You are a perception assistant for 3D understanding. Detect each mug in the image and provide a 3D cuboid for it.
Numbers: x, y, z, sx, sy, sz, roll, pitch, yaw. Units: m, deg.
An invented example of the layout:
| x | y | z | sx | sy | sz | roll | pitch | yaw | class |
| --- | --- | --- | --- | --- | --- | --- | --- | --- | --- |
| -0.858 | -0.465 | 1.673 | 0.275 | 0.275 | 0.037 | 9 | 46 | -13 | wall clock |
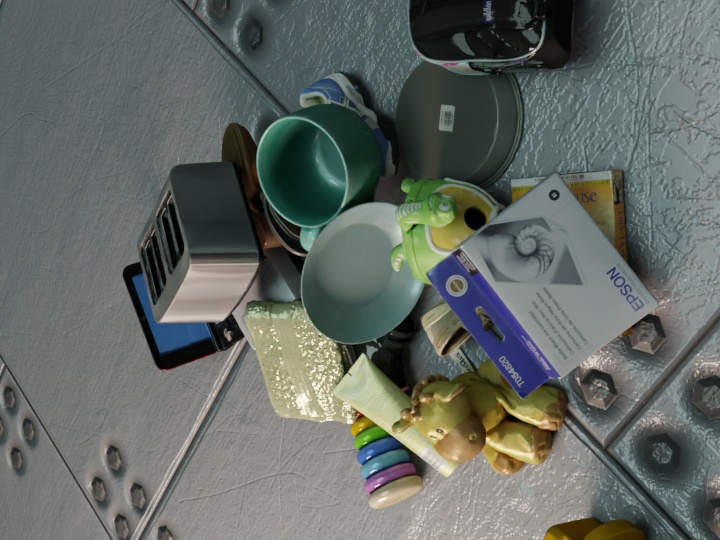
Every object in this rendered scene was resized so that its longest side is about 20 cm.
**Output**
| x | y | z | sx | sy | sz | roll | pitch | yaw | class |
| --- | --- | --- | --- | --- | --- | --- | --- | --- | --- |
| -0.054 | -0.136 | 1.330 | 0.152 | 0.114 | 0.185 | 43 | 129 | 11 | mug |

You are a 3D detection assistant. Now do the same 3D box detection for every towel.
| x | y | z | sx | sy | sz | roll | pitch | yaw | class |
| --- | --- | --- | --- | --- | --- | --- | --- | --- | --- |
| -0.083 | 0.132 | 1.406 | 0.148 | 0.036 | 0.201 | -3 | 114 | 25 | towel |

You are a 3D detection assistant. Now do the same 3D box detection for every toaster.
| x | y | z | sx | sy | sz | roll | pitch | yaw | class |
| --- | --- | --- | --- | --- | --- | --- | --- | --- | --- |
| -0.225 | -0.028 | 1.378 | 0.181 | 0.118 | 0.201 | -51 | 50 | 48 | toaster |

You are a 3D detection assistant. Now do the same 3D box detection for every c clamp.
| x | y | z | sx | sy | sz | roll | pitch | yaw | class |
| --- | --- | --- | --- | --- | --- | --- | --- | --- | --- |
| -0.069 | -0.119 | 1.409 | 0.171 | 0.200 | 0.027 | 46 | 151 | -4 | c clamp |

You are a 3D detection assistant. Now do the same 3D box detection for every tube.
| x | y | z | sx | sy | sz | roll | pitch | yaw | class |
| --- | --- | --- | --- | --- | --- | --- | --- | --- | --- |
| 0.059 | 0.204 | 1.362 | 0.200 | 0.058 | 0.052 | 38 | 156 | 4 | tube |

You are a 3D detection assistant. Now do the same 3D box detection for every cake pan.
| x | y | z | sx | sy | sz | roll | pitch | yaw | class |
| --- | --- | --- | --- | --- | --- | --- | --- | --- | --- |
| 0.124 | -0.203 | 1.309 | 0.200 | 0.037 | 0.201 | 6 | 99 | 41 | cake pan |

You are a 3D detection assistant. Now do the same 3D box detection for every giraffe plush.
| x | y | z | sx | sy | sz | roll | pitch | yaw | class |
| --- | --- | --- | --- | --- | --- | --- | --- | --- | --- |
| 0.138 | 0.181 | 1.260 | 0.200 | 0.162 | 0.173 | 36 | 118 | 33 | giraffe plush |

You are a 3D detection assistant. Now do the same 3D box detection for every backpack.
| x | y | z | sx | sy | sz | roll | pitch | yaw | class |
| --- | --- | --- | --- | --- | --- | --- | --- | --- | --- |
| 0.160 | -0.322 | 1.183 | 0.199 | 0.150 | 0.178 | 2 | 89 | 33 | backpack |

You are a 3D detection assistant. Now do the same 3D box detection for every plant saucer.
| x | y | z | sx | sy | sz | roll | pitch | yaw | class |
| --- | --- | --- | --- | --- | --- | --- | --- | --- | --- |
| 0.000 | 0.000 | 1.324 | 0.039 | 0.200 | 0.202 | 31 | 116 | 54 | plant saucer |

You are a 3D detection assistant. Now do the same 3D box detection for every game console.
| x | y | z | sx | sy | sz | roll | pitch | yaw | class |
| --- | --- | --- | --- | --- | --- | --- | --- | --- | --- |
| -0.287 | 0.042 | 1.659 | 0.172 | 0.118 | 0.201 | -35 | 73 | 39 | game console |

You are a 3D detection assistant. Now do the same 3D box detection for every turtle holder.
| x | y | z | sx | sy | sz | roll | pitch | yaw | class |
| --- | --- | --- | --- | --- | --- | --- | --- | --- | --- |
| 0.116 | -0.062 | 1.247 | 0.131 | 0.141 | 0.186 | 2 | 140 | 26 | turtle holder |

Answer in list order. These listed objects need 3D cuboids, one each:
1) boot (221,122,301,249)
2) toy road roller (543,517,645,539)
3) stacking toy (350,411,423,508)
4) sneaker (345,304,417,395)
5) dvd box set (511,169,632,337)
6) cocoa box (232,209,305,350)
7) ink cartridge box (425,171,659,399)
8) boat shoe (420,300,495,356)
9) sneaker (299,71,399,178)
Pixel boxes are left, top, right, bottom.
| x | y | z | sx | sy | sz | roll | pitch | yaw | class |
| --- | --- | --- | --- | --- | --- | --- | --- | --- | --- |
| -0.114 | -0.131 | 1.454 | 0.074 | 0.154 | 0.201 | -24 | 83 | 53 | boot |
| 0.287 | 0.393 | 1.189 | 0.146 | 0.122 | 0.201 | 37 | 119 | 49 | toy road roller |
| 0.016 | 0.243 | 1.441 | 0.085 | 0.085 | 0.201 | -41 | 64 | 38 | stacking toy |
| 0.045 | 0.128 | 1.401 | 0.099 | 0.071 | 0.201 | -34 | 74 | 38 | sneaker |
| 0.260 | -0.020 | 1.214 | 0.146 | 0.029 | 0.201 | 0 | 96 | 42 | dvd box set |
| -0.132 | -0.002 | 1.503 | 0.133 | 0.131 | 0.200 | -49 | 64 | 35 | cocoa box |
| 0.210 | 0.021 | 1.152 | 0.200 | 0.041 | 0.200 | -39 | 89 | 9 | ink cartridge box |
| 0.154 | 0.050 | 1.263 | 0.200 | 0.072 | 0.065 | -40 | 62 | 46 | boat shoe |
| -0.014 | -0.199 | 1.396 | 0.200 | 0.077 | 0.076 | 52 | 150 | 30 | sneaker |
